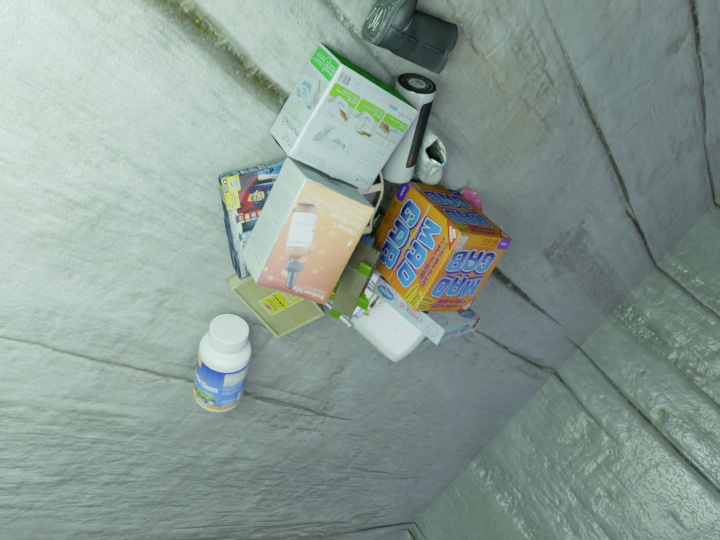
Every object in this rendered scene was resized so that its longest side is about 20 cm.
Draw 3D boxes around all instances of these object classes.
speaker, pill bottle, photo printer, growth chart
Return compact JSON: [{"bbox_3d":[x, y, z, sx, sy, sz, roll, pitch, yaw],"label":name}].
[{"bbox_3d":[0.087,-0.276,1.300,0.080,0.081,0.203,-18,139,-32],"label":"speaker"},{"bbox_3d":[-0.290,0.193,1.395,0.110,0.112,0.203,-15,137,-35],"label":"pill bottle"},{"bbox_3d":[0.080,0.122,1.659,0.167,0.070,0.200,-46,111,3],"label":"photo printer"},{"bbox_3d":[0.005,0.041,1.566,0.200,0.018,0.145,-43,116,-1],"label":"growth chart"}]

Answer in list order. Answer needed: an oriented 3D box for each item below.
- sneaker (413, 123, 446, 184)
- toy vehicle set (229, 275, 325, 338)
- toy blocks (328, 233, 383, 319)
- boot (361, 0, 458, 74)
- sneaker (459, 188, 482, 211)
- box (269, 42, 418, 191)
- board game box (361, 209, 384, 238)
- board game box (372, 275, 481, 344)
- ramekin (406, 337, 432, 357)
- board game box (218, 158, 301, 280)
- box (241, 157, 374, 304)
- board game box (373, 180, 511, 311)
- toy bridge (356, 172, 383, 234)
[{"bbox_3d":[0.151,-0.235,1.408,0.075,0.087,0.201,-41,149,-4],"label":"sneaker"},{"bbox_3d":[-0.170,0.057,1.381,0.122,0.027,0.201,-25,137,8],"label":"toy vehicle set"},{"bbox_3d":[0.000,0.000,1.416,0.138,0.098,0.202,-60,175,-40],"label":"toy blocks"},{"bbox_3d":[0.112,-0.442,1.149,0.197,0.066,0.166,6,132,-46],"label":"boot"},{"bbox_3d":[0.252,-0.111,1.670,0.079,0.088,0.205,2,111,-12],"label":"sneaker"},{"bbox_3d":[-0.026,-0.259,1.156,0.197,0.097,0.178,16,117,-43],"label":"box"},{"bbox_3d":[-0.019,-0.044,1.455,0.202,0.023,0.105,-59,170,16],"label":"board game box"},{"bbox_3d":[0.155,0.077,1.509,0.198,0.199,0.042,-9,133,-56],"label":"board game box"},{"bbox_3d":[0.143,0.141,1.810,0.197,0.098,0.202,-27,144,-22],"label":"ramekin"},{"bbox_3d":[-0.151,-0.108,1.215,0.196,0.062,0.204,-16,124,-19],"label":"board game box"},{"bbox_3d":[-0.095,-0.066,1.162,0.150,0.107,0.203,17,108,-34],"label":"box"},{"bbox_3d":[0.170,-0.052,1.472,0.197,0.200,0.203,3,125,-45],"label":"board game box"},{"bbox_3d":[0.013,-0.167,1.331,0.066,0.027,0.204,-15,122,-19],"label":"toy bridge"}]
